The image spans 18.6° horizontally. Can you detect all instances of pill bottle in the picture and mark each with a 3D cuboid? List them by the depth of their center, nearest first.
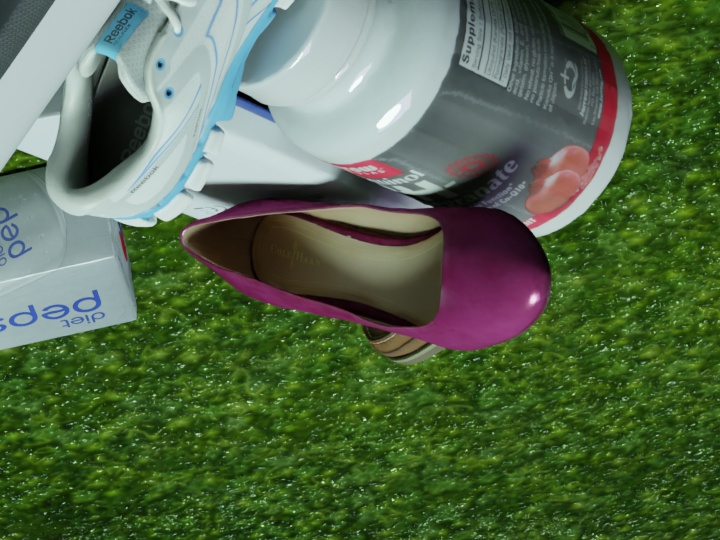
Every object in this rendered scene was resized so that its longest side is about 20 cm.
[{"bbox_3d":[0.025,-0.092,1.006,0.110,0.112,0.199,-34,144,31],"label":"pill bottle"}]

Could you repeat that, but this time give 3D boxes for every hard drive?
[{"bbox_3d":[-0.075,-0.055,1.062,0.131,0.026,0.199,-3,163,43],"label":"hard drive"}]

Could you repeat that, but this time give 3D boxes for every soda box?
[{"bbox_3d":[-0.218,0.005,1.116,0.198,0.064,0.068,-12,150,-2],"label":"soda box"}]

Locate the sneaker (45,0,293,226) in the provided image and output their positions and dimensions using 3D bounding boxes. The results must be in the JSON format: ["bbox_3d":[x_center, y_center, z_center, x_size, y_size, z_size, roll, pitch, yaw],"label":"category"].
[{"bbox_3d":[-0.074,-0.106,0.888,0.202,0.074,0.087,-70,165,13],"label":"sneaker"}]

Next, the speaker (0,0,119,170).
[{"bbox_3d":[-0.124,-0.125,0.838,0.201,0.081,0.081,-53,140,7],"label":"speaker"}]

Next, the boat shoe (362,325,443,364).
[{"bbox_3d":[0.048,-0.028,1.173,0.068,0.072,0.200,14,131,-32],"label":"boat shoe"}]

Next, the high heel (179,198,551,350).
[{"bbox_3d":[0.000,0.000,1.009,0.095,0.068,0.199,4,178,-33],"label":"high heel"}]
